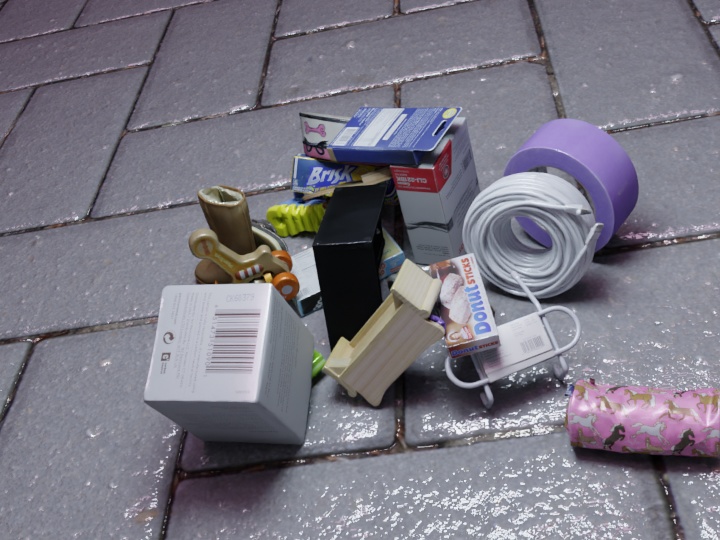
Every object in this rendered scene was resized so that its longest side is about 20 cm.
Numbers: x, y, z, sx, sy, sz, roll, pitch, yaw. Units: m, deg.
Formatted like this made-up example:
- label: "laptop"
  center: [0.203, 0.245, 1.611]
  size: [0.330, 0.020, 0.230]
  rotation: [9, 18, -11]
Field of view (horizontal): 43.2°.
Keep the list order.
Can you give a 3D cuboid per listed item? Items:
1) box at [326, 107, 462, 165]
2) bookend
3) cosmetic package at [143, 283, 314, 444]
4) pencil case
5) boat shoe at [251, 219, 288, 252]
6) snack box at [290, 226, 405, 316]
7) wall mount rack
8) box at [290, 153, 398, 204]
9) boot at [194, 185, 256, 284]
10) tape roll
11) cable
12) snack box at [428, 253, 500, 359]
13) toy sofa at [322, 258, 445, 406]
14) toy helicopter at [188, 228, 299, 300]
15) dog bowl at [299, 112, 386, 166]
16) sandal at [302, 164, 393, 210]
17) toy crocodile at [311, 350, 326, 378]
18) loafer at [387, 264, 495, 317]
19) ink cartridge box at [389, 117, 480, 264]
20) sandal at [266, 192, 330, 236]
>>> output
- label: "box"
  center: [0.057, -0.215, 1.442]
  size: [0.197, 0.033, 0.122]
  rotation: [6, 44, 35]
- label: "bookend"
  center: [0.000, 0.000, 1.415]
  size: [0.090, 0.203, 0.200]
  rotation: [-3, 28, 11]
- label: "cosmetic package"
  center: [-0.172, 0.133, 1.253]
  size: [0.162, 0.201, 0.168]
  rotation: [-1, 64, 15]
- label: "pencil case"
  center: [0.358, 0.185, 1.143]
  size: [0.196, 0.088, 0.083]
  rotation: [2, 11, 20]
- label: "boat shoe"
  center: [-0.177, -0.059, 1.599]
  size: [0.065, 0.073, 0.200]
  rotation: [-31, 24, -26]
- label: "snack box"
  center: [-0.034, -0.008, 1.535]
  size: [0.197, 0.038, 0.117]
  rotation: [-25, 40, -10]
- label: "wall mount rack"
  center: [0.199, 0.088, 1.271]
  size: [0.197, 0.075, 0.176]
  rotation: [-20, 71, -5]
- label: "box"
  center: [-0.025, -0.165, 1.635]
  size: [0.196, 0.066, 0.070]
  rotation: [7, 12, 0]
- label: "boot"
  center: [-0.234, -0.054, 1.527]
  size: [0.173, 0.202, 0.066]
  rotation: [12, 45, 29]
- label: "tape roll"
  center: [0.328, -0.129, 1.427]
  size: [0.198, 0.202, 0.085]
  rotation: [21, 51, 37]
- label: "cable"
  center: [0.254, -0.054, 1.363]
  size: [0.197, 0.202, 0.069]
  rotation: [23, 44, 13]
- label: "snack box"
  center: [0.144, 0.046, 1.276]
  size: [0.071, 0.025, 0.201]
  rotation: [-15, 33, 5]
- label: "toy sofa"
  center: [0.041, 0.092, 1.281]
  size: [0.097, 0.201, 0.083]
  rotation: [36, 35, -4]
- label: "toy helicopter"
  center: [-0.199, 0.003, 1.443]
  size: [0.132, 0.199, 0.079]
  rotation: [-42, 38, 15]
- label: "dog bowl"
  center: [-0.017, -0.236, 1.637]
  size: [0.196, 0.075, 0.200]
  rotation: [7, 10, -1]
- label: "sandal"
  center: [-0.011, -0.117, 1.517]
  size: [0.209, 0.071, 0.077]
  rotation: [-15, 7, 39]
- label: "toy crocodile"
  center: [-0.131, 0.114, 1.414]
  size: [0.198, 0.062, 0.067]
  rotation: [25, 54, 33]
- label: "loafer"
  center: [0.131, 0.035, 1.398]
  size: [0.198, 0.076, 0.070]
  rotation: [25, 54, 36]
- label: "ink cartridge box"
  center: [0.131, -0.128, 1.494]
  size: [0.082, 0.202, 0.145]
  rotation: [6, 43, 29]
- label: "sandal"
  center: [-0.071, -0.107, 1.637]
  size: [0.197, 0.081, 0.087]
  rotation: [9, 41, 26]
